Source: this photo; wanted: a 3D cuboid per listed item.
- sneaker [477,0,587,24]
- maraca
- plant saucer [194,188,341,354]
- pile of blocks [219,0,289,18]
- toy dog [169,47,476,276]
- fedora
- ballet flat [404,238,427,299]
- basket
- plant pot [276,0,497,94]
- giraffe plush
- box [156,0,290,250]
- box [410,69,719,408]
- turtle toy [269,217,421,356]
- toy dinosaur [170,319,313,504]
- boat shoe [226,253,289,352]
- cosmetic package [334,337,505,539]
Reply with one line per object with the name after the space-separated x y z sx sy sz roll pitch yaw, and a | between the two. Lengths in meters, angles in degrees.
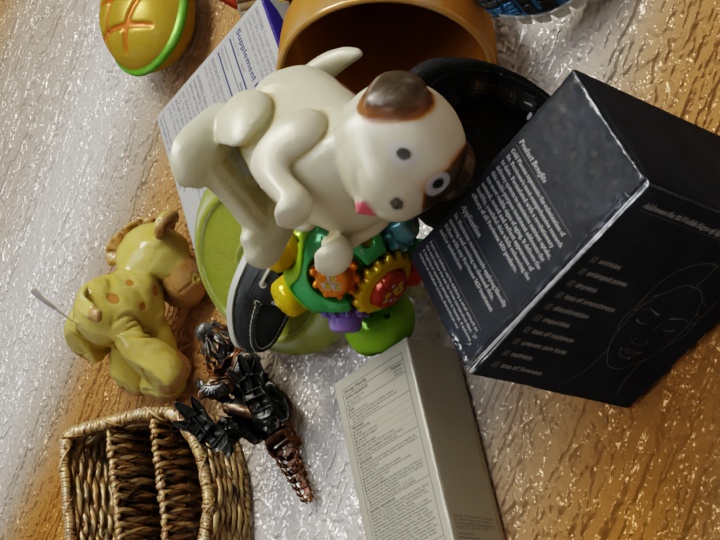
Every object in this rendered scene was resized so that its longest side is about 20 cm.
0.188 -0.283 1.267 0.198 0.075 0.087 -22 47 16 | sneaker
-0.257 -0.319 1.751 0.137 0.106 0.201 -38 52 25 | maraca
-0.091 -0.008 1.423 0.198 0.031 0.202 15 117 32 | plant saucer
-0.139 -0.335 1.633 0.083 0.062 0.201 91 155 -46 | pile of blocks
-0.008 -0.086 1.117 0.199 0.140 0.194 5 46 45 | toy dog
0.098 -0.088 1.235 0.092 0.199 0.202 -57 43 39 | fedora
-0.008 -0.006 1.417 0.199 0.067 0.063 8 94 49 | ballet flat
-0.206 0.241 1.498 0.142 0.148 0.202 -30 57 38 | basket
0.026 -0.241 1.369 0.199 0.199 0.185 -32 41 37 | plant pot
-0.237 0.024 1.610 0.172 0.200 0.163 4 52 51 | giraffe plush
-0.100 -0.141 1.526 0.200 0.104 0.185 -43 52 32 | box
0.181 -0.016 1.106 0.197 0.199 0.125 -47 49 27 | box
0.000 0.000 1.280 0.145 0.201 0.101 -38 60 -14 | turtle toy
-0.102 0.131 1.448 0.199 0.136 0.103 34 95 18 | toy dinosaur
-0.070 -0.003 1.341 0.060 0.075 0.202 31 125 29 | boat shoe
0.051 0.174 1.291 0.103 0.073 0.202 -34 55 37 | cosmetic package
